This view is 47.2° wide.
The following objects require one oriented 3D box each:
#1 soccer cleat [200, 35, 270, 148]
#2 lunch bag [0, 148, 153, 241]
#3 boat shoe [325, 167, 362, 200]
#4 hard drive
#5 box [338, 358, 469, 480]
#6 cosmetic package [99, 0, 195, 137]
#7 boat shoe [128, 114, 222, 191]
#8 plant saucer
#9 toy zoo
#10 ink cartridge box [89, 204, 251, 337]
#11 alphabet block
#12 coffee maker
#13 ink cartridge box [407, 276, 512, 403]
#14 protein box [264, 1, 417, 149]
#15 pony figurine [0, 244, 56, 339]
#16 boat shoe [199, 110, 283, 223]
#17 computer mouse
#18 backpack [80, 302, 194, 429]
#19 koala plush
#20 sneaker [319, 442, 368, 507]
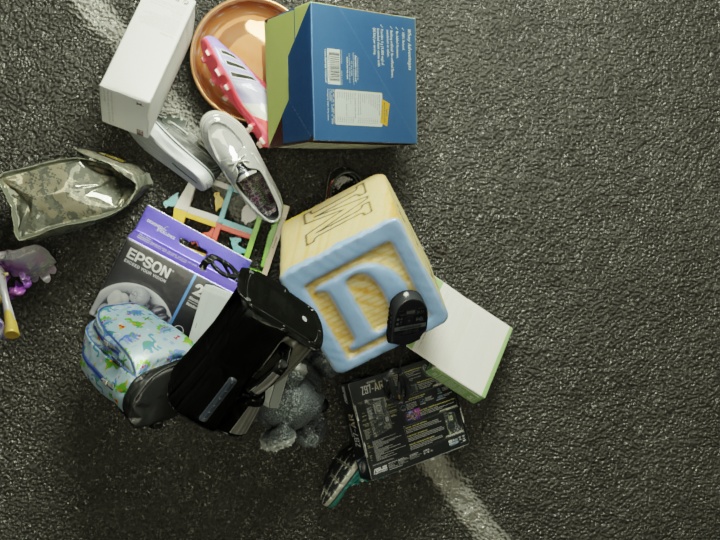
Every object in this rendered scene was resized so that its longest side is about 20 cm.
[{"bbox_3d":[-0.179,-0.289,1.309,0.076,0.067,0.201,-36,99,-18],"label":"soccer cleat"},{"bbox_3d":[-0.428,-0.125,1.271,0.198,0.164,0.119,-15,99,-6],"label":"lunch bag"},{"bbox_3d":[-0.028,-0.070,1.374,0.073,0.063,0.203,-1,101,-10],"label":"boat shoe"},{"bbox_3d":[-0.185,0.112,1.264,0.199,0.026,0.133,19,94,37],"label":"hard drive"},{"bbox_3d":[0.074,0.241,1.375,0.199,0.043,0.162,-14,88,-28],"label":"box"},{"bbox_3d":[-0.324,-0.320,1.262,0.081,0.113,0.201,21,65,-7],"label":"cosmetic package"},{"bbox_3d":[-0.304,-0.214,1.335,0.200,0.072,0.071,42,64,-4],"label":"boat shoe"},{"bbox_3d":[-0.178,-0.343,1.350,0.198,0.037,0.202,0,94,-6],"label":"plant saucer"},{"bbox_3d":[-0.231,-0.078,1.371,0.198,0.020,0.132,18,92,-8],"label":"toy zoo"},{"bbox_3d":[-0.308,0.027,1.347,0.197,0.043,0.201,28,98,-8],"label":"ink cartridge box"},{"bbox_3d":[0.000,0.000,1.266,0.195,0.200,0.196,-25,116,7],"label":"alphabet block"},{"bbox_3d":[-0.179,0.105,1.139,0.192,0.135,0.200,42,109,2],"label":"coffee maker"},{"bbox_3d":[0.147,0.109,1.389,0.199,0.048,0.146,33,62,-7],"label":"ink cartridge box"},{"bbox_3d":[-0.029,-0.293,1.283,0.199,0.134,0.201,-5,95,-37],"label":"protein box"},{"bbox_3d":[-0.554,0.002,1.240,0.165,0.194,0.201,-11,57,-12],"label":"pony figurine"},{"bbox_3d":[-0.185,-0.159,1.299,0.072,0.069,0.201,-27,115,-3],"label":"boat shoe"},{"bbox_3d":[0.059,0.112,1.201,0.058,0.034,0.201,-6,122,-21],"label":"computer mouse"},{"bbox_3d":[-0.338,0.137,1.260,0.162,0.199,0.155,-12,110,-46],"label":"backpack"},{"bbox_3d":[-0.121,0.201,1.315,0.182,0.200,0.179,15,93,-8],"label":"koala plush"},{"bbox_3d":[0.011,0.333,1.408,0.200,0.077,0.080,-46,107,-2],"label":"sneaker"}]
